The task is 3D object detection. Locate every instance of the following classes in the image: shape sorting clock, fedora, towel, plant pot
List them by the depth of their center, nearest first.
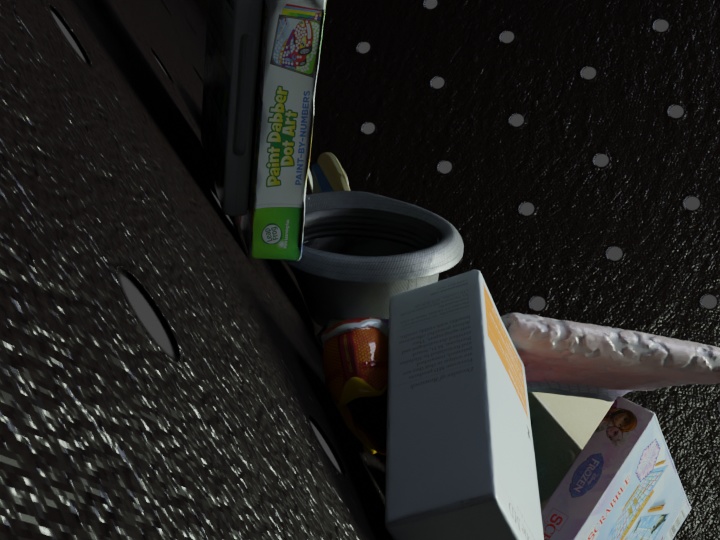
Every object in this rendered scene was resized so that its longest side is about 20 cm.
[{"bbox_3d":[0.172,0.076,0.899,0.191,0.198,0.033,146,-49,-67],"label":"towel"},{"bbox_3d":[0.000,0.000,0.992,0.199,0.176,0.091,23,-60,46],"label":"fedora"},{"bbox_3d":[0.159,0.182,1.143,0.200,0.200,0.177,49,13,16],"label":"plant pot"},{"bbox_3d":[-0.021,-0.027,1.189,0.200,0.039,0.203,173,-90,-81],"label":"shape sorting clock"}]

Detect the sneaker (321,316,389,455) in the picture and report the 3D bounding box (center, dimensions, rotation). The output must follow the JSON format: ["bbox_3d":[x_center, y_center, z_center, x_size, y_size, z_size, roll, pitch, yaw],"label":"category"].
[{"bbox_3d":[0.019,0.109,0.806,0.200,0.072,0.078,49,29,-53],"label":"sneaker"}]

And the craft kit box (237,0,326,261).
[{"bbox_3d":[-0.072,-0.137,0.868,0.200,0.048,0.200,-118,-145,-64],"label":"craft kit box"}]

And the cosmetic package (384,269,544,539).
[{"bbox_3d":[0.066,0.106,0.707,0.201,0.071,0.102,-87,154,-50],"label":"cosmetic package"}]

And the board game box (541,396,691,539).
[{"bbox_3d":[0.215,0.245,0.985,0.041,0.201,0.200,25,-21,38],"label":"board game box"}]

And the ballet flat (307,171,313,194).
[{"bbox_3d":[-0.104,-0.133,1.351,0.201,0.065,0.071,58,2,2],"label":"ballet flat"}]

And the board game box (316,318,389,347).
[{"bbox_3d":[0.054,0.124,0.925,0.119,0.032,0.201,-7,-57,49],"label":"board game box"}]

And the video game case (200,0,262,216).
[{"bbox_3d":[-0.104,-0.163,0.872,0.200,0.022,0.184,-120,-147,-63],"label":"video game case"}]
